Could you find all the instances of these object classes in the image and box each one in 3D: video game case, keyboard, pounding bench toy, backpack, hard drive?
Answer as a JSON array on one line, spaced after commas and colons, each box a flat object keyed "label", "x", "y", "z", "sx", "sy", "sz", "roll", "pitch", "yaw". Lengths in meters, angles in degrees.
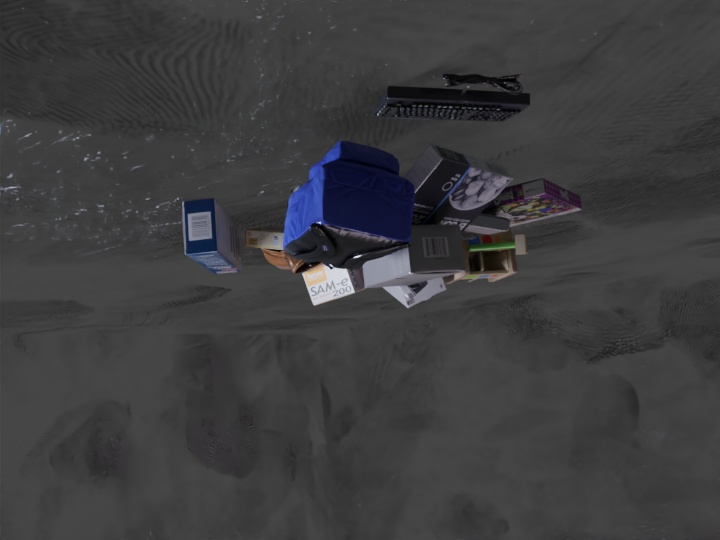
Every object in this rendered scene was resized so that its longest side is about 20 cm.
[{"label": "video game case", "x": 0.335, "y": -0.135, "z": 1.262, "sx": 0.181, "sy": 0.036, "sz": 0.200, "roll": -13, "pitch": 167, "yaw": 37}, {"label": "keyboard", "x": 0.123, "y": -0.213, "z": 0.766, "sx": 0.199, "sy": 0.021, "sz": 0.127, "roll": -4, "pitch": 170, "yaw": -18}, {"label": "pounding bench toy", "x": 0.289, "y": -0.048, "z": 1.470, "sx": 0.155, "sy": 0.125, "sz": 0.200, "roll": -2, "pitch": 169, "yaw": -17}, {"label": "backpack", "x": -0.022, "y": -0.089, "z": 0.929, "sx": 0.162, "sy": 0.168, "sz": 0.200, "roll": 16, "pitch": 159, "yaw": -21}, {"label": "hard drive", "x": 0.217, "y": -0.097, "z": 1.230, "sx": 0.131, "sy": 0.026, "sz": 0.200, "roll": 9, "pitch": -178, "yaw": 3}]

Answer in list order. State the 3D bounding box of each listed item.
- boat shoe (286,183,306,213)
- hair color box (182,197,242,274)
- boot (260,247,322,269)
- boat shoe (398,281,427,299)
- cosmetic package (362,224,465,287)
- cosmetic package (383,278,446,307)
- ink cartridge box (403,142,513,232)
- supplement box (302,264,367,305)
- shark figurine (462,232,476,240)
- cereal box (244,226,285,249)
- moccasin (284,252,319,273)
[{"label": "boat shoe", "x": -0.101, "y": -0.105, "z": 1.095, "sx": 0.056, "sy": 0.069, "sz": 0.200, "roll": 3, "pitch": 171, "yaw": 8}, {"label": "hair color box", "x": -0.276, "y": -0.059, "z": 1.152, "sx": 0.060, "sy": 0.100, "sz": 0.200, "roll": -5, "pitch": 169, "yaw": 1}, {"label": "boot", "x": -0.124, "y": -0.048, "z": 1.394, "sx": 0.199, "sy": 0.074, "sz": 0.155, "roll": -12, "pitch": 163, "yaw": 4}, {"label": "boat shoe", "x": 0.074, "y": -0.029, "z": 1.360, "sx": 0.068, "sy": 0.200, "sz": 0.072, "roll": -40, "pitch": 155, "yaw": 3}, {"label": "cosmetic package", "x": 0.084, "y": -0.022, "z": 1.056, "sx": 0.106, "sy": 0.091, "sz": 0.200, "roll": -3, "pitch": 171, "yaw": -20}, {"label": "cosmetic package", "x": 0.120, "y": 0.013, "z": 1.538, "sx": 0.113, "sy": 0.081, "sz": 0.200, "roll": -26, "pitch": -161, "yaw": -12}, {"label": "ink cartridge box", "x": 0.130, "y": -0.112, "z": 1.028, "sx": 0.198, "sy": 0.043, "sz": 0.200, "roll": 3, "pitch": 139, "yaw": -43}, {"label": "supplement box", "x": 0.000, "y": 0.000, "z": 1.238, "sx": 0.126, "sy": 0.074, "sz": 0.200, "roll": -20, "pitch": -179, "yaw": 44}, {"label": "shark figurine", "x": 0.144, "y": -0.080, "z": 1.368, "sx": 0.089, "sy": 0.128, "sz": 0.214, "roll": -39, "pitch": -168, "yaw": -38}, {"label": "cereal box", "x": -0.110, "y": -0.059, "z": 1.207, "sx": 0.199, "sy": 0.040, "sz": 0.144, "roll": 7, "pitch": -173, "yaw": 10}, {"label": "moccasin", "x": -0.061, "y": -0.048, "z": 1.312, "sx": 0.201, "sy": 0.078, "sz": 0.074, "roll": -19, "pitch": 151, "yaw": -19}]
